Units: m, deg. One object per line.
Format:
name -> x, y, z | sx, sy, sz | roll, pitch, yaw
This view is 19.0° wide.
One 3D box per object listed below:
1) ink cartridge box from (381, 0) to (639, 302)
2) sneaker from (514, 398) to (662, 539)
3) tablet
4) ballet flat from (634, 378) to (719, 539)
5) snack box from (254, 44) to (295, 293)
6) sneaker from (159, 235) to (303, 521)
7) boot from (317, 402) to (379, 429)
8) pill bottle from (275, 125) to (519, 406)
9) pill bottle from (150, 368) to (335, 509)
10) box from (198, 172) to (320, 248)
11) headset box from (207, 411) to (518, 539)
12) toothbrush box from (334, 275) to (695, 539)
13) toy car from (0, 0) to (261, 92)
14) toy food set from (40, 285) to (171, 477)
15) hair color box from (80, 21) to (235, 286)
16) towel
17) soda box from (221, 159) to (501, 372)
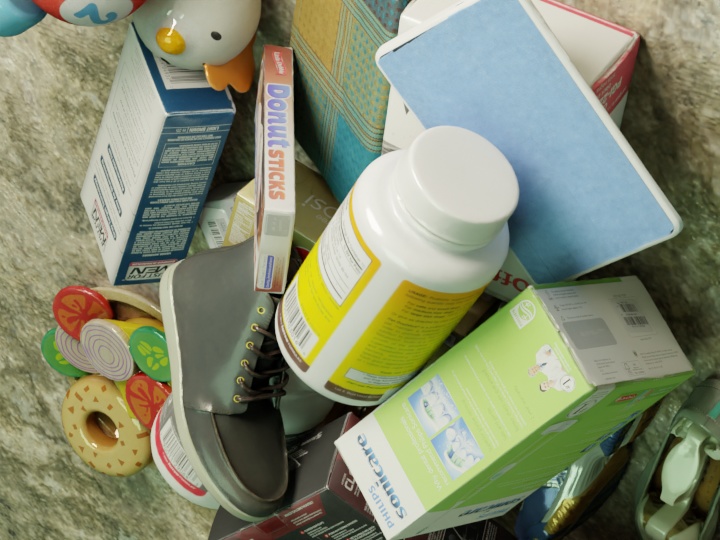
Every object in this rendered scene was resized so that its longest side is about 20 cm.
ink cartridge box -> 0.094, -0.087, 1.467 | 0.145, 0.085, 0.200 | 24, 135, 18
sneaker -> 0.153, 0.124, 1.598 | 0.088, 0.075, 0.200 | 41, 129, 20
tablet -> 0.108, -0.085, 1.389 | 0.130, 0.014, 0.200 | -25, 108, 43
ballet flat -> 0.229, 0.160, 1.555 | 0.067, 0.064, 0.200 | 32, 136, 19
snack box -> -0.061, -0.075, 1.516 | 0.024, 0.200, 0.072 | 4, 129, -6
sneaker -> -0.077, 0.074, 1.537 | 0.106, 0.075, 0.201 | -25, 78, 41
boot -> 0.042, 0.124, 1.694 | 0.155, 0.077, 0.200 | 45, 146, 11
pill bottle -> 0.026, -0.004, 1.419 | 0.109, 0.109, 0.200 | 43, 137, 7
pill bottle -> -0.082, 0.096, 1.679 | 0.111, 0.111, 0.200 | 44, 139, 6
box -> -0.023, 0.001, 1.670 | 0.200, 0.041, 0.156 | -4, 117, 43
headset box -> -0.006, 0.201, 1.630 | 0.200, 0.077, 0.149 | 39, 135, -21
toothbrush box -> 0.106, 0.094, 1.477 | 0.200, 0.145, 0.086 | -42, 68, 31
toy car -> -0.140, -0.200, 1.541 | 0.184, 0.177, 0.200 | -24, 115, 36
toy food set -> -0.198, 0.099, 1.887 | 0.200, 0.049, 0.198 | 6, 123, 38
hair color box -> -0.160, -0.090, 1.676 | 0.200, 0.060, 0.100 | 115, 142, -46
towel -> -0.011, -0.149, 1.517 | 0.147, 0.022, 0.200 | 56, 148, 40
soda box -> 0.000, 0.000, 1.569 | 0.200, 0.068, 0.064 | 33, 134, 13
